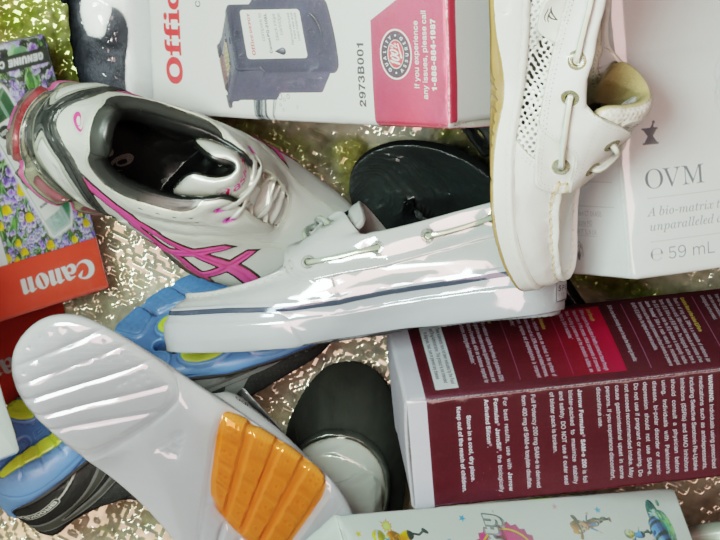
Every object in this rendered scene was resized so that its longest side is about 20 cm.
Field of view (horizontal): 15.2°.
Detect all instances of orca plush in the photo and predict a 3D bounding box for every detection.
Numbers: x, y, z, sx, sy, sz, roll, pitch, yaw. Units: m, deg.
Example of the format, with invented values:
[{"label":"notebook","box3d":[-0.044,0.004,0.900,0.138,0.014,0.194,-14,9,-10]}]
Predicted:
[{"label":"orca plush","box3d":[-0.121,-0.137,1.383,0.105,0.071,0.201,-20,110,-43]}]

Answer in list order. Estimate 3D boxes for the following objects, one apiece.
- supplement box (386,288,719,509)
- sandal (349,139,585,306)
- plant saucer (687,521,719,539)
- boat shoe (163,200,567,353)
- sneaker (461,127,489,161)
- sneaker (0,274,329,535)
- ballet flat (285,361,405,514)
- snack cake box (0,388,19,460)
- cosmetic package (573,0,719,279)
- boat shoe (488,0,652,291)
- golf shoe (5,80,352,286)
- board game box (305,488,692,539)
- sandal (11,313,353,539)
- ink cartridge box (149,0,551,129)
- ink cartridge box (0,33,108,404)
[{"label":"supplement box","box3d":[0.117,0.060,1.322,0.199,0.109,0.061,-6,109,-2]},{"label":"sandal","box3d":[0.071,0.013,1.381,0.075,0.048,0.201,-41,94,22]},{"label":"plant saucer","box3d":[0.198,0.223,1.362,0.199,0.050,0.201,9,119,17]},{"label":"boat shoe","box3d":[0.000,0.000,1.316,0.199,0.074,0.067,-7,89,6]},{"label":"sneaker","box3d":[0.068,-0.119,1.369,0.072,0.072,0.201,-28,98,-5]},{"label":"sneaker","box3d":[-0.102,0.067,1.389,0.199,0.083,0.071,-33,53,-10]},{"label":"ballet flat","box3d":[-0.016,0.149,1.391,0.068,0.068,0.201,9,95,1]},{"label":"snack cake box","box3d":[-0.254,0.048,1.318,0.067,0.200,0.116,-21,97,-34]},{"label":"cosmetic package","box3d":[0.185,-0.108,1.314,0.198,0.123,0.201,-8,94,-20]},{"label":"boat shoe","box3d":[0.095,-0.072,1.199,0.069,0.071,0.201,4,129,11]},{"label":"golf shoe","box3d":[-0.073,-0.035,1.322,0.199,0.092,0.073,20,83,-33]},{"label":"board game box","box3d":[0.045,0.167,1.309,0.199,0.148,0.065,-3,63,-34]},{"label":"sandal","box3d":[-0.082,0.083,1.326,0.079,0.059,0.207,-43,108,13]},{"label":"ink cartridge box","box3d":[-0.009,-0.146,1.301,0.199,0.084,0.146,5,100,42]},{"label":"ink cartridge box","box3d":[-0.188,-0.009,1.358,0.109,0.050,0.201,-18,96,-40]}]
